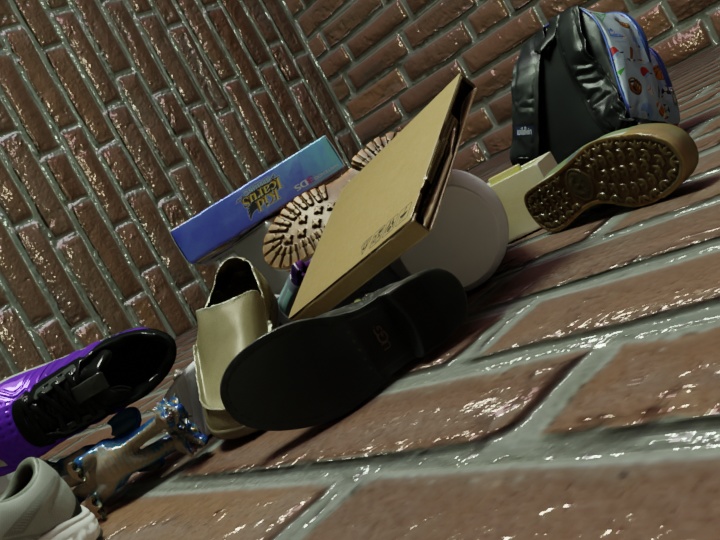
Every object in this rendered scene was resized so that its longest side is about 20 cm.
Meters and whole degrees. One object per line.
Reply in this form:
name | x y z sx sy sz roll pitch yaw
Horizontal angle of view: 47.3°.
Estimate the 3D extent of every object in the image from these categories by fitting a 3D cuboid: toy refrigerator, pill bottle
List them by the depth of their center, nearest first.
pill bottle | 0.076 -0.038 0.758 0.113 0.113 0.200 -28 5 6
toy refrigerator | 0.128 -0.057 0.913 0.200 0.070 0.076 -26 5 30

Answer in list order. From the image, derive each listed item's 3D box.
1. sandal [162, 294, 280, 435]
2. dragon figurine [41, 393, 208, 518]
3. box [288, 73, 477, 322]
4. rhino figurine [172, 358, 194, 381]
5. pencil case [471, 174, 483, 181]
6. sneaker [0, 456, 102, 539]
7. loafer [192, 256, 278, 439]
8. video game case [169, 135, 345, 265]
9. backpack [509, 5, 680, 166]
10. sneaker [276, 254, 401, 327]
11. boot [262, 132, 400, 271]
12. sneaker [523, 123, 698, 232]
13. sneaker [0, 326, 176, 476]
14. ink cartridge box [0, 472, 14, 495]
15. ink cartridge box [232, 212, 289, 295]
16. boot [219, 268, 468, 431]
sandal | -0.126 0.091 0.791 0.059 0.079 0.207 -24 9 42
dragon figurine | -0.204 0.154 0.685 0.099 0.059 0.200 -33 6 -40
box | 0.015 -0.053 0.685 0.200 0.021 0.164 -39 25 51
rhino figurine | -0.156 0.111 0.872 0.087 0.060 0.200 -30 5 23
pencil case | 0.130 -0.083 1.107 0.091 0.083 0.200 -24 6 15
sneaker | -0.251 0.188 0.498 0.074 0.079 0.200 -24 8 30
loafer | -0.108 0.059 0.696 0.076 0.068 0.200 -21 33 4
video game case | -0.116 -0.076 0.965 0.200 0.046 0.181 -32 3 -4
backpack | 0.282 -0.219 1.002 0.154 0.191 0.200 -12 -6 -35
sneaker | 0.000 0.000 0.829 0.200 0.074 0.088 -28 -30 -43
boot | -0.010 -0.050 0.884 0.200 0.075 0.107 -37 -34 -11
sneaker | 0.230 -0.096 0.723 0.090 0.067 0.200 -37 4 -24
sneaker | -0.237 0.100 0.673 0.200 0.070 0.099 -32 8 -32
ink cartridge box | -0.424 0.186 0.810 0.199 0.200 0.041 -28 5 23
ink cartridge box | -0.027 -0.020 0.974 0.200 0.145 0.084 -33 4 -41
boot | -0.019 0.061 0.627 0.200 0.069 0.174 -23 0 -18
